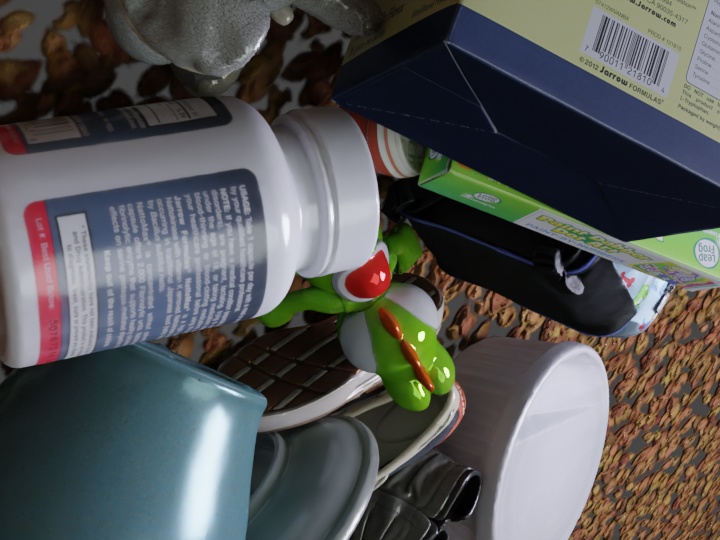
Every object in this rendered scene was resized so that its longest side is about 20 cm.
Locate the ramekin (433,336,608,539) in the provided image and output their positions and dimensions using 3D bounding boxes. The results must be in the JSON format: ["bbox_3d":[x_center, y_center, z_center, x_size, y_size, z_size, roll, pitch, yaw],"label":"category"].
[{"bbox_3d":[0.123,0.148,1.082,0.202,0.094,0.204,-30,128,-47],"label":"ramekin"}]

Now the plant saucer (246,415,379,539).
[{"bbox_3d":[-0.079,0.161,0.860,0.200,0.200,0.050,-45,111,-10],"label":"plant saucer"}]

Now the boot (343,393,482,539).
[{"bbox_3d":[-0.008,0.200,0.987,0.200,0.130,0.068,-50,144,-2],"label":"boot"}]

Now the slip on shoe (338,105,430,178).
[{"bbox_3d":[0.039,-0.129,0.794,0.200,0.061,0.074,-59,137,-39],"label":"slip on shoe"}]

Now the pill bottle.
[{"bbox_3d":[-0.097,-0.027,0.673,0.199,0.120,0.120,-11,129,-23],"label":"pill bottle"}]

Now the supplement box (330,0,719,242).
[{"bbox_3d":[0.123,-0.148,0.658,0.199,0.134,0.201,24,77,-21],"label":"supplement box"}]

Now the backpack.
[{"bbox_3d":[0.152,-0.066,0.895,0.201,0.182,0.147,-56,139,-13],"label":"backpack"}]

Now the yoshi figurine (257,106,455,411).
[{"bbox_3d":[-0.009,0.000,0.834,0.201,0.112,0.112,59,31,-21],"label":"yoshi figurine"}]

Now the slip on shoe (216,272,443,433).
[{"bbox_3d":[-0.021,0.068,0.918,0.200,0.076,0.061,-32,146,-36],"label":"slip on shoe"}]

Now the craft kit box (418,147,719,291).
[{"bbox_3d":[0.149,-0.112,0.767,0.199,0.048,0.199,20,73,-20],"label":"craft kit box"}]

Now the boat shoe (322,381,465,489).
[{"bbox_3d":[-0.011,0.138,0.947,0.199,0.071,0.063,-31,171,2],"label":"boat shoe"}]

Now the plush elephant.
[{"bbox_3d":[-0.055,-0.161,0.611,0.165,0.155,0.200,-55,144,5],"label":"plush elephant"}]

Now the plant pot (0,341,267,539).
[{"bbox_3d":[-0.150,0.130,0.740,0.200,0.199,0.189,29,82,-54],"label":"plant pot"}]
